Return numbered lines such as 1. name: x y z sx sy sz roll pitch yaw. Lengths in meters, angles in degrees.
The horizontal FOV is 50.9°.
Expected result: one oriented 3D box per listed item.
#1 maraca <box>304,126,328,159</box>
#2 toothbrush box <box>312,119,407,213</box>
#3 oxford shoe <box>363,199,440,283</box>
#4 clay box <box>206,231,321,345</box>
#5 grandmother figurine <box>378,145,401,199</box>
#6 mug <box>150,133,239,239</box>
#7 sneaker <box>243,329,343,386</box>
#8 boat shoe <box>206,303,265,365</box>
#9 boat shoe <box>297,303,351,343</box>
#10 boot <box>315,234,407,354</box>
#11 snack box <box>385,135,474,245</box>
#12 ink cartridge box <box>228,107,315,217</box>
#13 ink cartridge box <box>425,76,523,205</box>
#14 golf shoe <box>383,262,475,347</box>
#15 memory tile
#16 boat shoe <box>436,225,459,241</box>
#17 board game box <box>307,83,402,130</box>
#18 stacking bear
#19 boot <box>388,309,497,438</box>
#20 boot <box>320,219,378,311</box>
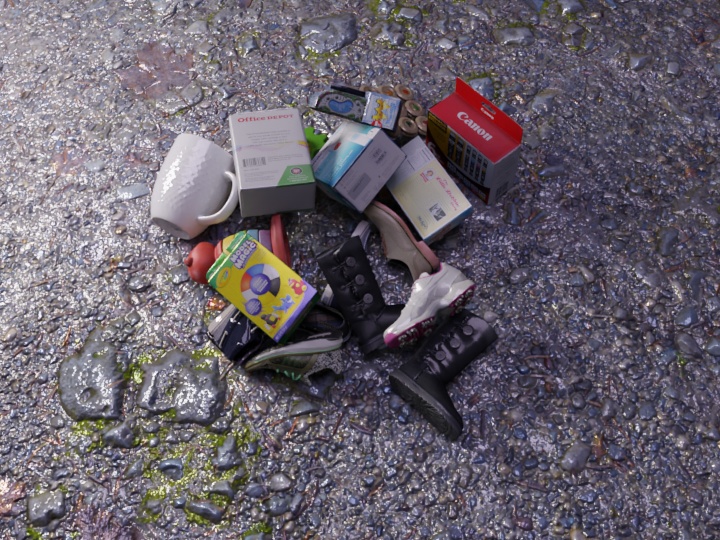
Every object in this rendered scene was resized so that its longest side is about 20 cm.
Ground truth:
1. maraca: -0.157 -0.253 1.613 0.136 0.108 0.199 36 55 29
2. toothbrush box: -0.015 -0.212 1.511 0.147 0.085 0.200 -50 25 -1
3. oxford shoe: 0.065 -0.060 1.484 0.074 0.071 0.200 -44 80 -6
4. clay box: -0.179 0.025 1.341 0.199 0.048 0.115 38 85 14
5. grandmother figurine: 0.038 -0.249 1.632 0.119 0.061 0.203 2 60 -7
6. mug: -0.324 -0.156 1.522 0.197 0.148 0.178 13 70 31
7. sneaker: -0.117 0.171 1.362 0.197 0.077 0.090 -14 95 14
8. boat shoe: -0.190 0.081 1.388 0.200 0.074 0.093 -49 56 9
9. boat shoe: -0.109 0.079 1.426 0.197 0.057 0.069 18 59 15
10. boot: 0.027 0.027 1.397 0.163 0.066 0.202 -27 88 -21
11. snack box: 0.124 -0.161 1.509 0.115 0.037 0.201 -34 64 2
12. ink cartridge box: -0.172 -0.212 1.463 0.143 0.088 0.203 -8 57 -10
13. ink cartridge box: 0.231 -0.269 1.567 0.083 0.177 0.200 -35 62 -20
14. golf shoe: 0.111 0.062 1.355 0.198 0.076 0.092 -32 66 -20
15. memory tile: 0.062 -0.353 1.669 0.197 0.017 0.155 -12 61 -33
16. boat shoe: 0.156 -0.153 1.562 0.064 0.072 0.203 -7 60 -9
17. board game box: 0.005 -0.323 1.492 0.197 0.200 0.063 13 99 -12
18. stacking bear: -0.239 -0.024 1.469 0.196 0.122 0.116 -10 67 -1
19. boot: 0.174 0.176 1.349 0.199 0.066 0.164 -38 65 -25
20. boot: 0.000 0.000 1.477 0.089 0.073 0.202 25 63 1
